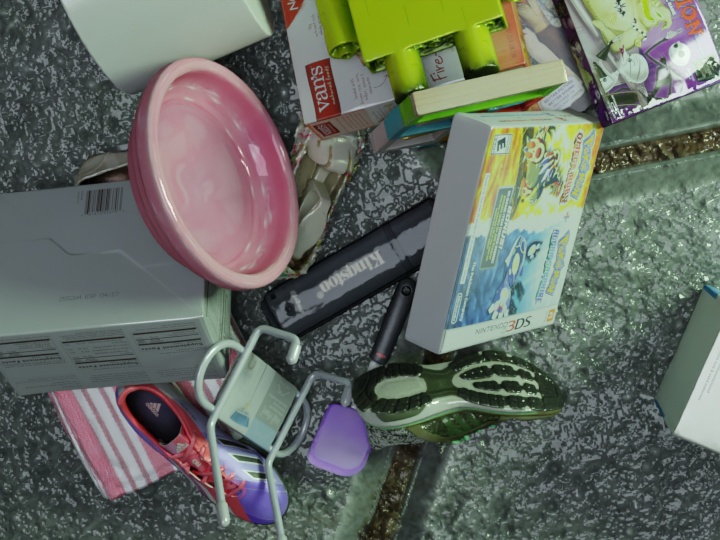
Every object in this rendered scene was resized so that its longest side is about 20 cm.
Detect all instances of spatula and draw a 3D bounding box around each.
[{"bbox_3d":[0.011,0.100,1.275,0.056,0.021,0.201,22,98,-4],"label":"spatula"}]

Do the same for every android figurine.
[{"bbox_3d":[0.048,-0.243,1.120,0.181,0.041,0.201,-19,74,11],"label":"android figurine"}]

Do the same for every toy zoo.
[{"bbox_3d":[0.084,-0.135,1.154,0.131,0.200,0.021,-14,87,-12],"label":"toy zoo"}]

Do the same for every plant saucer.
[{"bbox_3d":[-0.128,-0.077,1.131,0.051,0.200,0.201,-16,96,30],"label":"plant saucer"}]

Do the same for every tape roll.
[{"bbox_3d":[-0.177,-0.270,1.154,0.139,0.203,0.203,-21,95,7],"label":"tape roll"}]

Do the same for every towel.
[{"bbox_3d":[-0.192,0.119,1.295,0.199,0.030,0.147,-26,95,5],"label":"towel"}]

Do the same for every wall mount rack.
[{"bbox_3d":[-0.083,0.151,1.192,0.074,0.200,0.174,16,74,32],"label":"wall mount rack"}]

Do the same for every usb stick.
[{"bbox_3d":[0.000,0.000,1.257,0.200,0.033,0.056,-30,95,9],"label":"usb stick"}]

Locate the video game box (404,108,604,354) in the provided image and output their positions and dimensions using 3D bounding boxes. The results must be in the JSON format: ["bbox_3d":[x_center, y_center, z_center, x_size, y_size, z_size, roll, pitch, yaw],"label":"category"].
[{"bbox_3d":[0.127,-0.037,1.157,0.047,0.182,0.201,24,112,33],"label":"video game box"}]

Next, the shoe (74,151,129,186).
[{"bbox_3d":[-0.170,-0.080,1.251,0.199,0.053,0.070,-1,98,3],"label":"shoe"}]

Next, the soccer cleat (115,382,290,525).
[{"bbox_3d":[-0.150,0.170,1.247,0.200,0.073,0.068,43,96,-2],"label":"soccer cleat"}]

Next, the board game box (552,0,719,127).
[{"bbox_3d":[0.232,-0.239,1.176,0.120,0.032,0.201,-22,90,-16],"label":"board game box"}]

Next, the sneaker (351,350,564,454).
[{"bbox_3d":[0.090,0.132,1.261,0.199,0.077,0.089,-2,133,-3],"label":"sneaker"}]

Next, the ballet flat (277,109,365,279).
[{"bbox_3d":[-0.036,-0.081,1.229,0.075,0.064,0.201,16,99,-26],"label":"ballet flat"}]

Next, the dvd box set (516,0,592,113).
[{"bbox_3d":[0.164,-0.240,1.213,0.146,0.029,0.200,-37,93,9],"label":"dvd box set"}]

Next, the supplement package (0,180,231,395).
[{"bbox_3d":[-0.223,0.013,1.206,0.199,0.111,0.156,-5,57,5],"label":"supplement package"}]

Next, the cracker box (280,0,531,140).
[{"bbox_3d":[0.038,-0.207,1.168,0.199,0.058,0.134,-15,77,13],"label":"cracker box"}]

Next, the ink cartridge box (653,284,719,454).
[{"bbox_3d":[0.384,0.113,1.189,0.199,0.129,0.126,22,99,1],"label":"ink cartridge box"}]
